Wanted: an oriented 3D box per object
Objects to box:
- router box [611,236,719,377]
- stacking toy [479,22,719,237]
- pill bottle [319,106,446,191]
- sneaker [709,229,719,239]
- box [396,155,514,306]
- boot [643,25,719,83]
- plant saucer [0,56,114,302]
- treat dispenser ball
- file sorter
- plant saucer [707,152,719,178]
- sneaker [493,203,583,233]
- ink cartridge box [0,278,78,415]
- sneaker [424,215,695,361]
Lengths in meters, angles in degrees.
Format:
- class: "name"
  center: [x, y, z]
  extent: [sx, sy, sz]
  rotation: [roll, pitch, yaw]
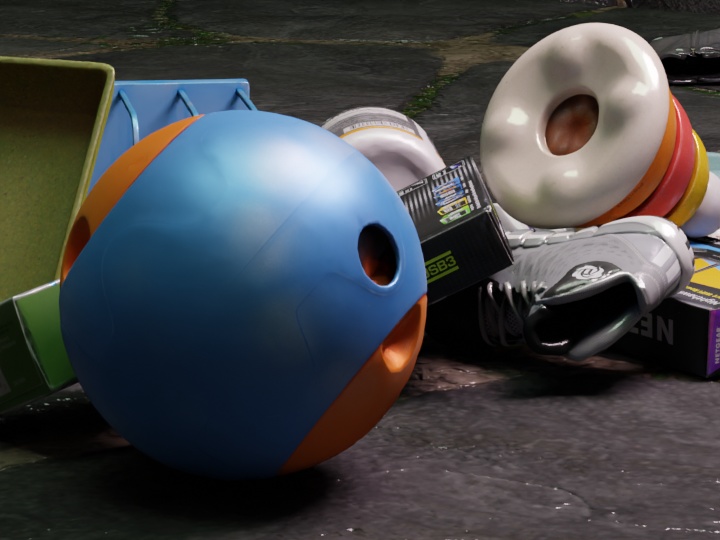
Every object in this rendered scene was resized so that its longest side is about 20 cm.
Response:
- class: "router box"
  center: [0.227, 0.019, 1.713]
  extent: [0.149, 0.051, 0.200]
  rotation: [-9, 15, -33]
- class: "stacking toy"
  center: [0.188, -0.068, 1.728]
  extent: [0.146, 0.147, 0.200]
  rotation: [11, -13, 42]
- class: "pill bottle"
  center: [0.009, -0.067, 1.977]
  extent: [0.116, 0.117, 0.200]
  rotation: [0, 11, -3]
- class: "sneaker"
  center: [0.230, -0.029, 1.897]
  extent: [0.199, 0.073, 0.085]
  rotation: [-1, 9, -16]
- class: "box"
  center: [0.000, 0.000, 1.634]
  extent: [0.193, 0.048, 0.200]
  rotation: [-24, 11, 5]
- class: "boot"
  center: [0.446, -0.259, 3.079]
  extent: [0.199, 0.070, 0.132]
  rotation: [-12, 16, -6]
- class: "plant saucer"
  center: [-0.270, -0.051, 1.783]
  extent: [0.199, 0.201, 0.048]
  rotation: [6, -16, 26]
- class: "treat dispenser ball"
  center: [-0.064, 0.013, 1.367]
  extent: [0.200, 0.202, 0.201]
  rotation: [0, 12, 0]
- class: "file sorter"
  center: [-0.176, -0.064, 1.908]
  extent: [0.199, 0.139, 0.123]
  rotation: [-2, 16, -11]
- class: "plant saucer"
  center: [0.295, -0.079, 2.229]
  extent: [0.200, 0.039, 0.201]
  rotation: [1, 11, 0]
- class: "sneaker"
  center: [0.121, -0.010, 1.822]
  extent: [0.200, 0.089, 0.081]
  rotation: [-23, 53, -14]
- class: "ink cartridge box"
  center: [-0.143, 0.024, 1.500]
  extent: [0.200, 0.059, 0.104]
  rotation: [-23, 0, -40]
- class: "sneaker"
  center: [0.107, 0.022, 1.609]
  extent: [0.200, 0.075, 0.115]
  rotation: [-17, 16, 31]
